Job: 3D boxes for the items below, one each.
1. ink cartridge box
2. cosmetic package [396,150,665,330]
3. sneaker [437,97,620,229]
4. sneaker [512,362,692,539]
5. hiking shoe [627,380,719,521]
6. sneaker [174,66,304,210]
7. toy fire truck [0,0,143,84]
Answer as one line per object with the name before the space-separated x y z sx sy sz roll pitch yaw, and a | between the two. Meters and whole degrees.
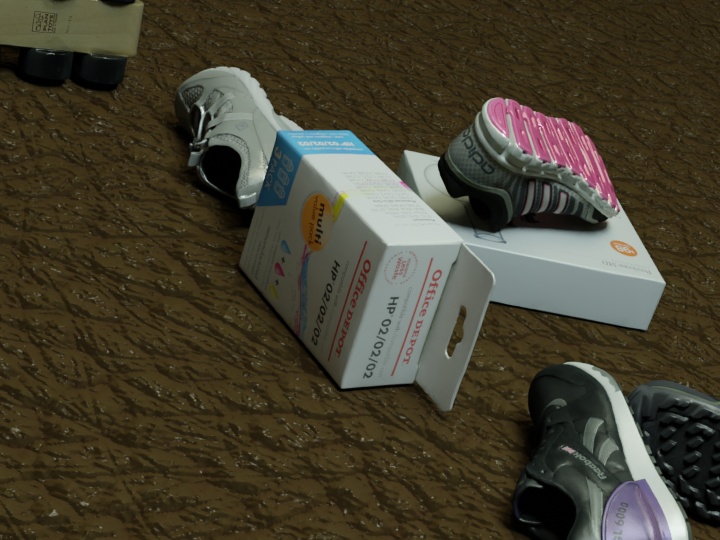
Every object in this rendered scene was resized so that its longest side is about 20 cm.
ink cartridge box | 0.000 0.000 1.162 0.067 0.116 0.200 -2 32 -35
cosmetic package | 0.132 -0.026 1.374 0.197 0.052 0.151 11 30 -16
sneaker | 0.130 -0.072 1.324 0.199 0.087 0.074 17 46 -51
sneaker | 0.131 0.123 1.064 0.086 0.077 0.201 2 30 -18
hiking shoe | 0.267 0.130 1.152 0.198 0.076 0.101 28 18 -1
sneaker | -0.108 -0.107 1.346 0.081 0.076 0.200 -17 31 -26
toy fire truck | -0.299 -0.254 1.474 0.174 0.130 0.200 1 19 -30
